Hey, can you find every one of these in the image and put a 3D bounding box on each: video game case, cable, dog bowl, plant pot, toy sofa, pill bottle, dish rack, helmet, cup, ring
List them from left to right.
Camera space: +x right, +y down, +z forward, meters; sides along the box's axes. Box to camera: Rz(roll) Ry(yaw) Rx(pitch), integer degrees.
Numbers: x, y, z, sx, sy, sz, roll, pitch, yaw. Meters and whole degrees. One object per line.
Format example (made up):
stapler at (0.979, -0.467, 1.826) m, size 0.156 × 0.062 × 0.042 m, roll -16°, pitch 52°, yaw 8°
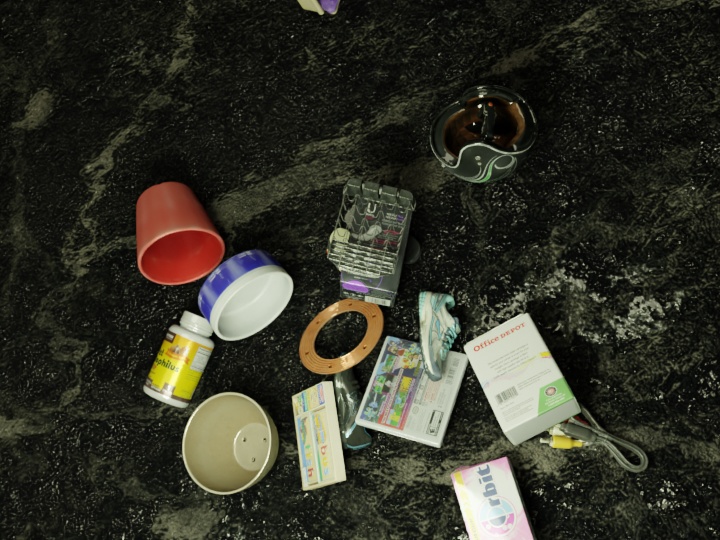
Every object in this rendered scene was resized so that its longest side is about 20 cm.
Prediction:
plant pot at (-0.434, -0.096, 1.802) m, size 0.200 × 0.200 × 0.178 m, roll -30°, pitch 57°, yaw 8°
pill bottle at (-0.399, 0.197, 1.739) m, size 0.109 × 0.109 × 0.201 m, roll 19°, pitch 81°, yaw 23°
cup at (-0.250, 0.365, 1.619) m, size 0.199 × 0.143 × 0.202 m, roll -5°, pitch 72°, yaw 17°
dog bowl at (-0.248, 0.054, 1.679) m, size 0.200 × 0.200 × 0.079 m, roll -44°, pitch 63°, yaw 2°
toy sofa at (-0.080, -0.744, 1.921) m, size 0.097 × 0.083 × 0.201 m, roll 21°, pitch 82°, yaw 24°
ring at (-0.039, 0.139, 1.640) m, size 0.199 × 0.019 × 0.201 m, roll -21°, pitch 39°, yaw 18°
dish rack at (0.020, -0.083, 1.544) m, size 0.152 × 0.055 × 0.201 m, roll 13°, pitch 73°, yaw 5°
video game case at (0.106, 0.241, 1.570) m, size 0.181 × 0.023 × 0.201 m, roll 12°, pitch 62°, yaw 21°
helmet at (0.252, -0.276, 1.611) m, size 0.199 × 0.191 × 0.202 m, roll 5°, pitch 75°, yaw -20°
cable at (0.445, 0.313, 1.465) m, size 0.199 × 0.050 × 0.098 m, roll 20°, pitch 64°, yaw 11°

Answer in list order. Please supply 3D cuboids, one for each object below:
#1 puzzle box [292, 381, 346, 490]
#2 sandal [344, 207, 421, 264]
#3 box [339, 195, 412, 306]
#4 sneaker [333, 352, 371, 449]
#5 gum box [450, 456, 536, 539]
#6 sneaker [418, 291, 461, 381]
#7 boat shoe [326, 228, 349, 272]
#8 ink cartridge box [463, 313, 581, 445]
puzzle box at (-0.088, 0.342, 1.594) m, size 0.133 × 0.025 × 0.201 m, roll -33°, pitch 60°, yaw 48°
sandal at (0.049, -0.089, 1.705) m, size 0.199 × 0.043 × 0.076 m, roll 31°, pitch 86°, yaw 24°
box at (0.033, -0.042, 1.613) m, size 0.121 × 0.106 × 0.201 m, roll 12°, pitch 72°, yaw 2°
sneaker at (-0.017, 0.272, 1.617) m, size 0.081 × 0.073 × 0.202 m, roll -1°, pitch 77°, yaw -1°
gum box at (0.254, 0.457, 1.461) m, size 0.113 × 0.066 × 0.201 m, roll -20°, pitch 69°, yaw 11°
sneaker at (0.162, 0.127, 1.570) m, size 0.086 × 0.078 × 0.201 m, roll -4°, pitch 58°, yaw 6°
boat shoe at (0.002, -0.001, 1.689) m, size 0.074 × 0.063 × 0.202 m, roll -35°, pitch 77°, yaw -27°
ink cartridge box at (0.307, 0.206, 1.485) m, size 0.144 × 0.084 × 0.201 m, roll -29°, pitch 53°, yaw 9°
